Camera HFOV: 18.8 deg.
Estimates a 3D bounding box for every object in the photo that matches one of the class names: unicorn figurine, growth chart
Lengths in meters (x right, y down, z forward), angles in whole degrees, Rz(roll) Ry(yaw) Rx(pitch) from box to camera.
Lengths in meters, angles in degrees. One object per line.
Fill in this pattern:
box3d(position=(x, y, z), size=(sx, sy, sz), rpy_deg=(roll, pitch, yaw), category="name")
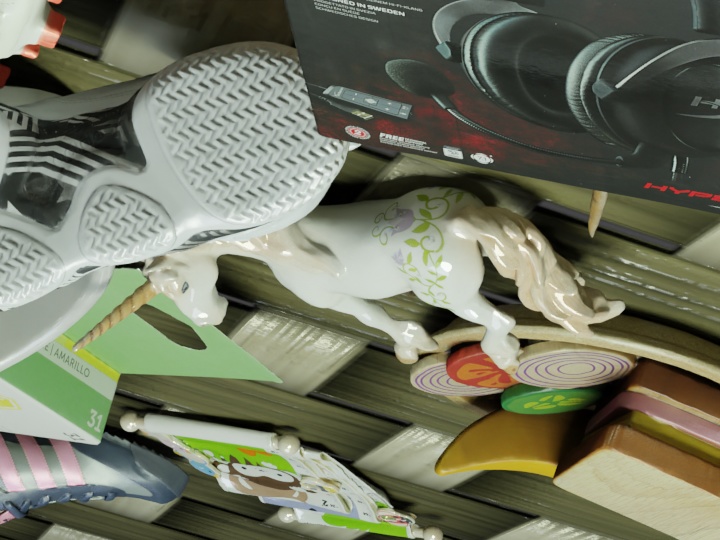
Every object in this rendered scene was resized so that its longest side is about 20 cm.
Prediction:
box3d(position=(0.000, 0.000, 0.921), size=(0.200, 0.074, 0.137), rpy_deg=(-20, 145, 31), category="unicorn figurine")
box3d(position=(-0.053, 0.132, 1.401), size=(0.144, 0.018, 0.200), rpy_deg=(2, 157, 34), category="growth chart")

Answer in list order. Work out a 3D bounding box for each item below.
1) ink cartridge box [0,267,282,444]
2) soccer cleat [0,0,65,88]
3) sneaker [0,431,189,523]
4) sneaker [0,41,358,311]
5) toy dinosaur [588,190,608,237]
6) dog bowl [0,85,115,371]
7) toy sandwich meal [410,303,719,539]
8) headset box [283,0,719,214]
box3d(position=(-0.159, 0.041, 1.063), size=(0.199, 0.048, 0.146), rpy_deg=(5, 159, 30), category="ink cartridge box")
box3d(position=(-0.136, -0.102, 0.714), size=(0.077, 0.069, 0.200), rpy_deg=(23, 162, -17), category="soccer cleat")
box3d(position=(-0.215, 0.138, 1.429), size=(0.199, 0.082, 0.070), rpy_deg=(14, 161, -1), category="sneaker")
box3d(position=(-0.092, -0.031, 0.781), size=(0.199, 0.075, 0.115), rpy_deg=(-13, 179, 11), category="sneaker")
box3d(position=(0.043, -0.067, 0.724), size=(0.200, 0.060, 0.106), rpy_deg=(32, -175, -26), category="toy dinosaur")
box3d(position=(-0.192, 0.002, 0.896), size=(0.200, 0.059, 0.200), rpy_deg=(-21, 161, -8), category="dog bowl")
box3d(position=(0.119, 0.081, 1.045), size=(0.204, 0.070, 0.205), rpy_deg=(12, 161, 4), category="toy sandwich meal")
box3d(position=(0.055, -0.097, 0.558), size=(0.148, 0.077, 0.200), rpy_deg=(12, 159, 11), category="headset box")
